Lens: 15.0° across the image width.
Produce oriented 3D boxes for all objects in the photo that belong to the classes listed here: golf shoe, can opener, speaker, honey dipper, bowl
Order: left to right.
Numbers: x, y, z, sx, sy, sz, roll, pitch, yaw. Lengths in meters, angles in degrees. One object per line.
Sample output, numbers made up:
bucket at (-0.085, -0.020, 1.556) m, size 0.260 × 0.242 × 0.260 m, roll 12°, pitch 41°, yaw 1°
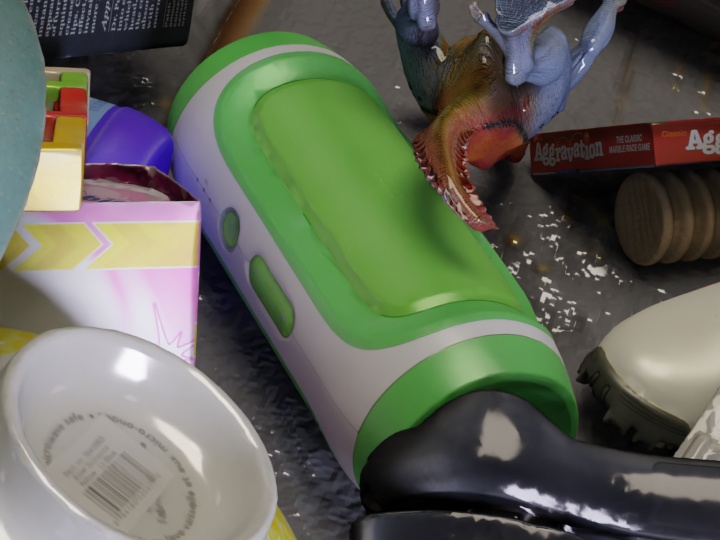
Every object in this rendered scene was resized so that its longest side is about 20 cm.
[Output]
bowl at (-0.082, 0.079, 0.722) m, size 0.200 × 0.108 × 0.200 m, roll 24°, pitch 34°, yaw -18°
speaker at (0.000, 0.000, 0.969) m, size 0.088 × 0.089 × 0.200 m, roll -7°, pitch 41°, yaw -26°
can opener at (0.096, 0.080, 0.859) m, size 0.200 × 0.063 × 0.079 m, roll 4°, pitch 77°, yaw -3°
golf shoe at (0.171, 0.012, 1.008) m, size 0.200 × 0.088 × 0.077 m, roll -10°, pitch 45°, yaw -27°
honey dipper at (0.195, -0.029, 1.114) m, size 0.200 × 0.038 × 0.038 m, roll -6°, pitch 41°, yaw -29°

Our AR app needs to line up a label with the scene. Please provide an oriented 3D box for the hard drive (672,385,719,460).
hard drive at (0.185, 0.066, 0.911) m, size 0.140 × 0.038 × 0.200 m, roll 29°, pitch 67°, yaw 20°

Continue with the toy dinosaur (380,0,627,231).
toy dinosaur at (0.035, -0.067, 1.030) m, size 0.105 × 0.182 × 0.200 m, roll 16°, pitch 63°, yaw 12°

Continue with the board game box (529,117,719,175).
board game box at (0.180, -0.055, 1.106) m, size 0.200 × 0.019 × 0.103 m, roll -5°, pitch 1°, yaw -24°

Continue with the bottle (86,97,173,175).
bottle at (-0.171, -0.047, 0.989) m, size 0.200 × 0.065 × 0.084 m, roll 18°, pitch 31°, yaw 5°

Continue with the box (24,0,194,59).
box at (-0.158, -0.143, 1.010) m, size 0.148 × 0.107 × 0.200 m, roll 12°, pitch 10°, yaw 17°

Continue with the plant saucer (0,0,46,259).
plant saucer at (-0.180, -0.026, 0.732) m, size 0.200 × 0.036 × 0.200 m, roll -13°, pitch 53°, yaw 18°

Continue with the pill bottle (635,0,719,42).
pill bottle at (0.168, -0.158, 1.208) m, size 0.200 × 0.111 × 0.111 m, roll 28°, pitch 39°, yaw 19°

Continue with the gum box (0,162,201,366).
gum box at (-0.154, 0.029, 0.843) m, size 0.200 × 0.114 × 0.066 m, roll -2°, pitch 13°, yaw -20°

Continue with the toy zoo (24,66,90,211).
toy zoo at (-0.150, -0.042, 0.852) m, size 0.131 × 0.021 × 0.200 m, roll 2°, pitch 12°, yaw -6°
